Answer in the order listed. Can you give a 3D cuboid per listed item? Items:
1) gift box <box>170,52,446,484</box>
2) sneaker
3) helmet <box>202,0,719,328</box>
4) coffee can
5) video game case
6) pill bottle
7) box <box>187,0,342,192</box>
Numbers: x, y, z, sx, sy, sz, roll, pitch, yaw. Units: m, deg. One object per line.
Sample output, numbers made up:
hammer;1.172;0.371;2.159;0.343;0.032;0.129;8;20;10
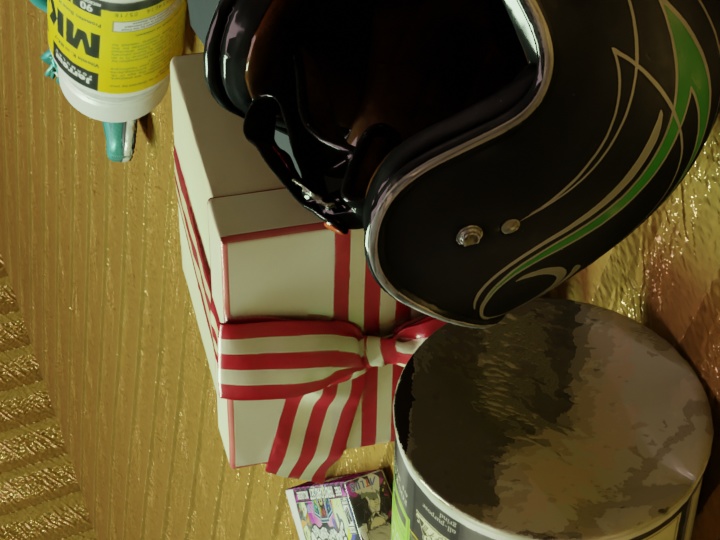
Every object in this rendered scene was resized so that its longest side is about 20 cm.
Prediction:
gift box;0.000;0.000;1.160;0.187;0.183;0.201;-110;10;-48
sneaker;-0.258;-0.190;2.023;0.078;0.079;0.201;123;129;-69
helmet;0.053;-0.094;0.850;0.191;0.200;0.200;-52;37;13
coffee can;0.085;0.134;1.035;0.201;0.146;0.147;92;157;-44
video game case;0.004;0.242;1.611;0.200;0.036;0.182;155;98;-74
pill bottle;-0.195;-0.211;1.731;0.200;0.114;0.115;103;147;-60
box;0.004;-0.126;1.076;0.200;0.140;0.079;-124;25;-50
